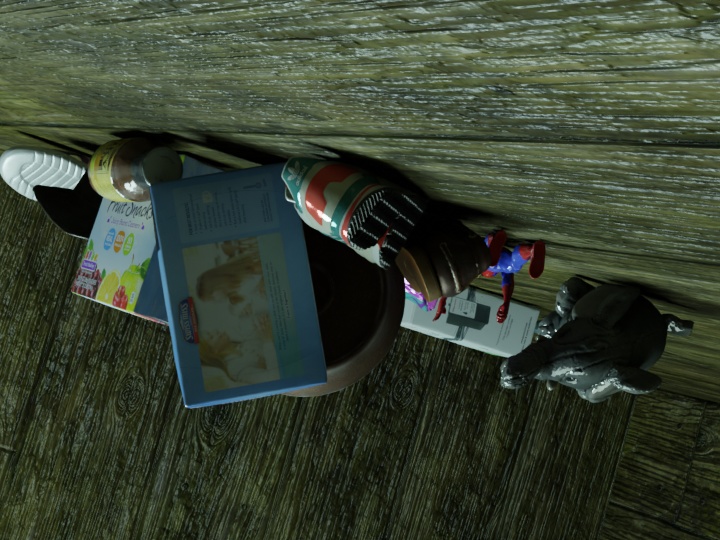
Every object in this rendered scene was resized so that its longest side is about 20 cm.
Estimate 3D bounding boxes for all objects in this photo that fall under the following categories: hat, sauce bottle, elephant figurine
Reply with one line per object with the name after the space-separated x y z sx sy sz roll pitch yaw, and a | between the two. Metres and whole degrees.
-0.274 -0.084 1.843 0.199 0.081 0.201 24 -165 -7 | hat
-0.216 -0.099 1.555 0.064 0.065 0.200 17 175 -23 | sauce bottle
0.242 0.081 1.618 0.141 0.156 0.200 38 -172 5 | elephant figurine

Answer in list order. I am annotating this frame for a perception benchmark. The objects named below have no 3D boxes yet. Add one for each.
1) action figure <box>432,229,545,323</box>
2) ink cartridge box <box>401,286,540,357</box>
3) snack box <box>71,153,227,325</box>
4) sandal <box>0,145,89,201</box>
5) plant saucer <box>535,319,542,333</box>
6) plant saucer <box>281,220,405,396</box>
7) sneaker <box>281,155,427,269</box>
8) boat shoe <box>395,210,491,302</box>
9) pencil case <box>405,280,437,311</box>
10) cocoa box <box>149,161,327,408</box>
0.122 0.014 1.535 0.065 0.100 0.200 17 179 -5 | action figure
0.147 0.066 2.404 0.198 0.084 0.146 18 176 -16 | ink cartridge box
-0.221 -0.037 1.677 0.067 0.170 0.200 20 176 -30 | snack box
-0.365 -0.121 2.000 0.202 0.082 0.050 17 -140 -40 | sandal
0.371 0.111 2.582 0.198 0.028 0.200 16 176 1 | plant saucer
-0.052 0.019 1.528 0.198 0.202 0.034 16 171 -6 | plant saucer
-0.009 -0.058 1.317 0.093 0.071 0.200 34 -177 14 | sneaker
0.070 -0.017 1.448 0.070 0.071 0.200 -26 -163 -5 | boat shoe
-0.010 -0.021 1.634 0.198 0.086 0.093 15 -149 2 | pencil case
-0.111 0.015 1.437 0.132 0.202 0.131 -9 177 -6 | cocoa box
